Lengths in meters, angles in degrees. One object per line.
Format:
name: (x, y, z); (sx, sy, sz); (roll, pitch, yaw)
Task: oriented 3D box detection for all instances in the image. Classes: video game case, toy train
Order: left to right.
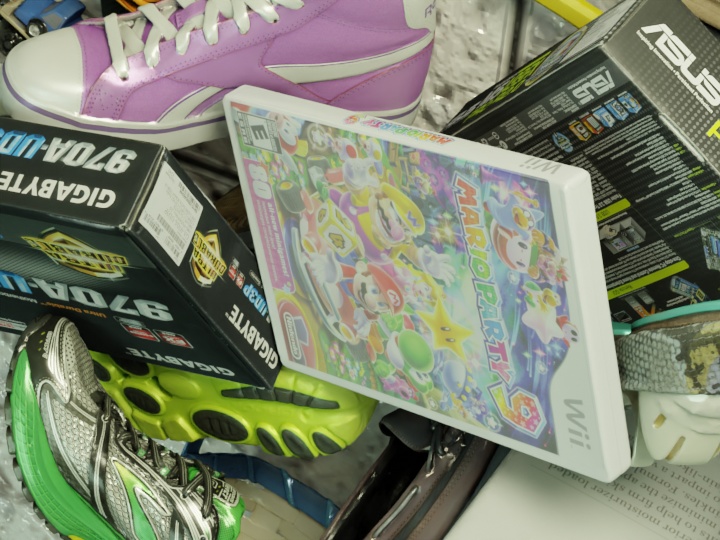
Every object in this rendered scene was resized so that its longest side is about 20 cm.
toy train: (-0.201, -0.163, 1.184); (0.200, 0.034, 0.046); (43, 121, 0)
video game case: (0.026, 0.003, 0.997); (0.200, 0.018, 0.143); (17, 129, 42)

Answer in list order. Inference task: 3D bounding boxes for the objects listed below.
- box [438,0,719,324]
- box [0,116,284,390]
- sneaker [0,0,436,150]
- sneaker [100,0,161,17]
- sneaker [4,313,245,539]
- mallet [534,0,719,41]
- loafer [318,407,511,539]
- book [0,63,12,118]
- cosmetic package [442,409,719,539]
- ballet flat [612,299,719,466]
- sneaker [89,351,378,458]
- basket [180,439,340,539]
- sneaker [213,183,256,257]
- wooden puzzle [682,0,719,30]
box: (0.125, -0.027, 1.005); (0.160, 0.044, 0.200); (45, 157, -7)
box: (-0.147, -0.015, 1.089); (0.200, 0.046, 0.159); (11, 156, 28)
sneaker: (-0.063, -0.117, 1.046); (0.200, 0.073, 0.114); (-5, 139, -16)
sneaker: (-0.092, -0.163, 1.083); (0.078, 0.077, 0.200); (28, 133, 11)
sneaker: (-0.103, 0.104, 1.122); (0.085, 0.078, 0.200); (-25, 106, 18)
mallet: (0.071, -0.124, 1.038); (0.200, 0.041, 0.066); (31, 136, 18)
loafer: (0.026, 0.098, 1.115); (0.063, 0.200, 0.072); (30, 171, -13)
book: (-0.177, -0.043, 1.179); (0.133, 0.048, 0.200); (5, 154, 25)
cosmetic package: (0.121, 0.173, 1.095); (0.165, 0.200, 0.165); (29, 132, 13)
ballet flat: (0.129, 0.049, 0.981); (0.072, 0.072, 0.200); (55, 158, -11)
sneaker: (-0.070, 0.043, 1.178); (0.200, 0.084, 0.074); (13, 127, 29)
basket: (-0.028, 0.141, 1.215); (0.176, 0.139, 0.200); (30, 100, 24)
sneaker: (0.000, 0.000, 1.118); (0.113, 0.071, 0.200); (55, 156, -19)
wooden puzzle: (0.174, -0.177, 0.936); (0.200, 0.037, 0.185); (26, 131, 9)
